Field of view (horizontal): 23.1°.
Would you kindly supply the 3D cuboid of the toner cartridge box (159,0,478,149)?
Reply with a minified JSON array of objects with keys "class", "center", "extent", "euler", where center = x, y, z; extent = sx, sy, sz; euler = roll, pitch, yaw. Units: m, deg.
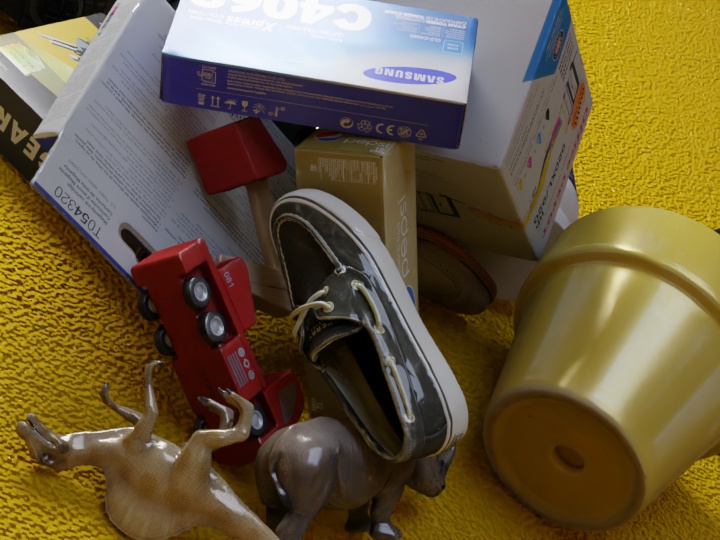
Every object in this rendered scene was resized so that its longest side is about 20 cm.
[{"class":"toner cartridge box","center":[-0.026,-0.140,1.171],"extent":[0.200,0.043,0.095],"euler":[9,46,1]}]

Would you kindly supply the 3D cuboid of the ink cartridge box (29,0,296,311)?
[{"class":"ink cartridge box","center":[-0.129,-0.059,1.199],"extent":[0.196,0.043,0.200],"euler":[49,46,-28]}]

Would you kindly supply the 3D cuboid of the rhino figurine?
[{"class":"rhino figurine","center":[0.005,0.129,1.136],"extent":[0.060,0.088,0.200],"euler":[3,7,39]}]

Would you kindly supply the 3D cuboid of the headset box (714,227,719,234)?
[{"class":"headset box","center":[0.337,0.070,1.531],"extent":[0.200,0.093,0.174],"euler":[48,34,18]}]

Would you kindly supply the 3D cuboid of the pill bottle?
[{"class":"pill bottle","center":[0.125,-0.071,1.497],"extent":[0.116,0.116,0.200],"euler":[24,33,-17]}]

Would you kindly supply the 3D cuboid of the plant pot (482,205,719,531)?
[{"class":"plant pot","center":[0.187,0.084,1.298],"extent":[0.201,0.201,0.189],"euler":[38,48,5]}]

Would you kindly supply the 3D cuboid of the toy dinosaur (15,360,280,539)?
[{"class":"toy dinosaur","center":[-0.104,0.121,1.064],"extent":[0.200,0.058,0.101],"euler":[25,71,7]}]

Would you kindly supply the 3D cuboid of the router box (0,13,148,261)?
[{"class":"router box","center":[-0.184,-0.099,1.303],"extent":[0.200,0.052,0.157],"euler":[43,33,13]}]

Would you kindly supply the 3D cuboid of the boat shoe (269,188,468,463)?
[{"class":"boat shoe","center":[-0.007,0.031,1.111],"extent":[0.064,0.071,0.200],"euler":[-12,60,-47]}]

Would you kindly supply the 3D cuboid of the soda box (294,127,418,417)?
[{"class":"soda box","center":[0.000,0.000,1.206],"extent":[0.064,0.200,0.068],"euler":[7,26,18]}]

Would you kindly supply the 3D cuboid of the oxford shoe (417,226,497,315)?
[{"class":"oxford shoe","center":[0.015,0.000,1.368],"extent":[0.200,0.070,0.075],"euler":[25,60,-20]}]

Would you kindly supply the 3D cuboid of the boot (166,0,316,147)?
[{"class":"boot","center":[-0.104,-0.143,1.326],"extent":[0.162,0.073,0.198],"euler":[41,32,-6]}]

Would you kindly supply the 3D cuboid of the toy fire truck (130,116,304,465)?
[{"class":"toy fire truck","center":[-0.080,0.012,1.163],"extent":[0.141,0.049,0.200],"euler":[-36,107,-51]}]

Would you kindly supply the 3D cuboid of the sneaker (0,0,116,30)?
[{"class":"sneaker","center":[-0.282,-0.236,1.379],"extent":[0.200,0.076,0.091],"euler":[7,35,-41]}]

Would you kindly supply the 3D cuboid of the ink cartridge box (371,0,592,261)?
[{"class":"ink cartridge box","center":[0.077,-0.118,1.317],"extent":[0.145,0.147,0.200],"euler":[16,-14,18]}]
